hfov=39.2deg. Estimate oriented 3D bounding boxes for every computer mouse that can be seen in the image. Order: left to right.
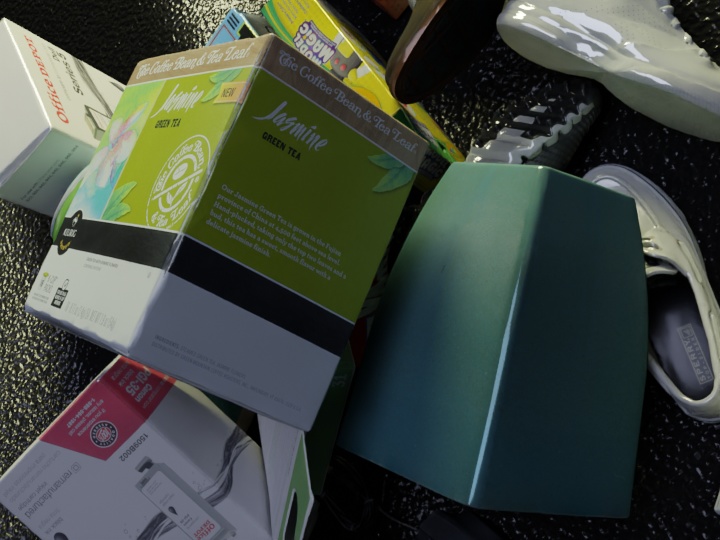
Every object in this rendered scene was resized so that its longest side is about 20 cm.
[{"bbox_3d":[0.035,0.190,0.749,0.199,0.034,0.059,21,89,35],"label":"computer mouse"}]

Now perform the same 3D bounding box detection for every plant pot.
[{"bbox_3d":[0.098,0.038,0.653,0.141,0.141,0.202,12,89,54],"label":"plant pot"}]

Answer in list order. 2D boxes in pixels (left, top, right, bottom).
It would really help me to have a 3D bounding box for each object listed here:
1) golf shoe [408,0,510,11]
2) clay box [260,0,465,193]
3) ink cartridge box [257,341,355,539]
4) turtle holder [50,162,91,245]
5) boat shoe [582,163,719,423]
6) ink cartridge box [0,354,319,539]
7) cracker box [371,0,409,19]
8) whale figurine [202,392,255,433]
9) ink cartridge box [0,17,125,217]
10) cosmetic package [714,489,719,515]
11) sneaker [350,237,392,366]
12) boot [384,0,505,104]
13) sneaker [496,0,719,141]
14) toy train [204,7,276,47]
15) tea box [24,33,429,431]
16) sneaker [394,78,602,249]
[{"bbox_3d":[0.125,-0.210,0.787,0.199,0.078,0.098,-6,79,32],"label":"golf shoe"},{"bbox_3d":[0.008,-0.140,0.812,0.048,0.115,0.201,-42,58,14],"label":"clay box"},{"bbox_3d":[-0.037,0.114,0.698,0.201,0.048,0.146,-106,22,-45],"label":"ink cartridge box"},{"bbox_3d":[-0.172,-0.051,0.805,0.132,0.140,0.187,-126,45,-59],"label":"turtle holder"},{"bbox_3d":[0.195,0.008,0.682,0.072,0.066,0.201,-27,64,23],"label":"boat shoe"},{"bbox_3d":[-0.151,0.174,0.770,0.200,0.083,0.146,44,110,-7],"label":"ink cartridge box"},{"bbox_3d":[-0.041,-0.315,0.881,0.058,0.134,0.200,-50,56,10],"label":"cracker box"},{"bbox_3d":[-0.161,0.066,0.864,0.158,0.104,0.201,-18,66,27],"label":"whale figurine"},{"bbox_3d":[-0.252,-0.115,0.914,0.084,0.200,0.146,-41,59,15],"label":"ink cartridge box"},{"bbox_3d":[0.293,0.065,0.598,0.112,0.081,0.201,13,84,34],"label":"cosmetic package"},{"bbox_3d":[0.000,0.000,0.763,0.113,0.071,0.200,57,144,15],"label":"sneaker"},{"bbox_3d":[0.058,-0.219,0.746,0.097,0.075,0.201,32,84,33],"label":"boot"},{"bbox_3d":[0.199,-0.163,0.703,0.199,0.075,0.089,31,87,14],"label":"sneaker"},{"bbox_3d":[-0.076,-0.128,0.869,0.114,0.086,0.200,-50,56,24],"label":"toy train"},{"bbox_3d":[-0.092,-0.027,0.652,0.199,0.133,0.198,8,72,55],"label":"tea box"},{"bbox_3d":[0.113,-0.058,0.754,0.200,0.091,0.066,-45,37,-16],"label":"sneaker"}]
